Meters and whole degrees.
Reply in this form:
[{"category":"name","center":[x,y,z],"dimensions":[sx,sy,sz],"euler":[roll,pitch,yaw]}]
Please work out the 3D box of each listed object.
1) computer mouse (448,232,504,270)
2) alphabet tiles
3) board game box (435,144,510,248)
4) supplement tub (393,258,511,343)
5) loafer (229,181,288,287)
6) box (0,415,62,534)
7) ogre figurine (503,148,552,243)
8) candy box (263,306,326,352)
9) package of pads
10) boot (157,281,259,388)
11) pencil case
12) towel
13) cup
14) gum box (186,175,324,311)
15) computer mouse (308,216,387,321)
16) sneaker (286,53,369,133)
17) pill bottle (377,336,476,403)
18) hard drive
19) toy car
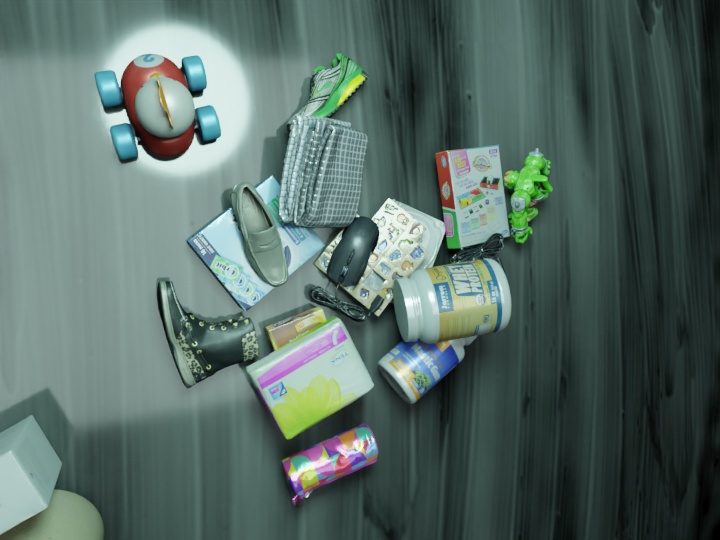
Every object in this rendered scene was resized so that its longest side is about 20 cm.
[{"category":"computer mouse","center":[0.265,0.033,1.311],"dimensions":[0.138,0.053,0.201],"euler":[-26,124,-18]},{"category":"alphabet tiles","center":[0.033,-0.038,1.244],"dimensions":[0.167,0.008,0.200],"euler":[39,86,2]},{"category":"board game box","center":[0.240,-0.158,1.314],"dimensions":[0.152,0.040,0.201],"euler":[-12,98,-33]},{"category":"supplement tub","center":[0.173,0.061,1.194],"dimensions":[0.199,0.145,0.145],"euler":[-9,96,-8]},{"category":"loafer","center":[-0.182,-0.062,1.122],"dimensions":[0.070,0.070,0.201],"euler":[-27,101,-17]},{"category":"box","center":[-0.579,0.336,0.980],"dimensions":[0.152,0.200,0.107],"euler":[-29,101,-16]},{"category":"ogre figurine","center":[0.362,-0.173,1.326],"dimensions":[0.200,0.098,0.120],"euler":[-50,148,-7]},{"category":"candy box","center":[-0.102,0.185,1.222],"dimensions":[0.116,0.056,0.201],"euler":[-21,99,-17]},{"category":"package of pads","center":[-0.090,0.202,1.162],"dimensions":[0.199,0.068,0.155],"euler":[-30,102,-14]},{"category":"boot","center":[-0.281,0.099,1.144],"dimensions":[0.153,0.073,0.205],"euler":[-17,105,-20]},{"category":"pencil case","center":[-0.059,0.381,1.234],"dimensions":[0.199,0.088,0.089],"euler":[-23,101,-17]},{"category":"towel","center":[-0.061,-0.178,1.145],"dimensions":[0.165,0.085,0.201],"euler":[-7,113,-58]},{"category":"cup","center":[-0.528,0.490,1.023],"dimensions":[0.199,0.143,0.201],"euler":[-6,105,-23]},{"category":"gum box","center":[-0.196,-0.052,1.179],"dimensions":[0.200,0.045,0.170],"euler":[-40,105,-13]},{"category":"computer mouse","center":[0.000,0.000,1.214],"dimensions":[0.140,0.046,0.201],"euler":[30,86,2]},{"category":"sneaker","center":[-0.077,-0.336,1.197],"dimensions":[0.085,0.078,0.200],"euler":[43,70,-10]},{"category":"pill bottle","center":[0.142,0.169,1.279],"dimensions":[0.200,0.112,0.112],"euler":[-39,105,-13]},{"category":"hard drive","center":[0.086,-0.030,1.286],"dimensions":[0.139,0.038,0.201],"euler":[23,86,-19]},{"category":"toy car","center":[-0.331,-0.286,1.033],"dimensions":[0.184,0.200,0.178],"euler":[-17,99,-19]}]
